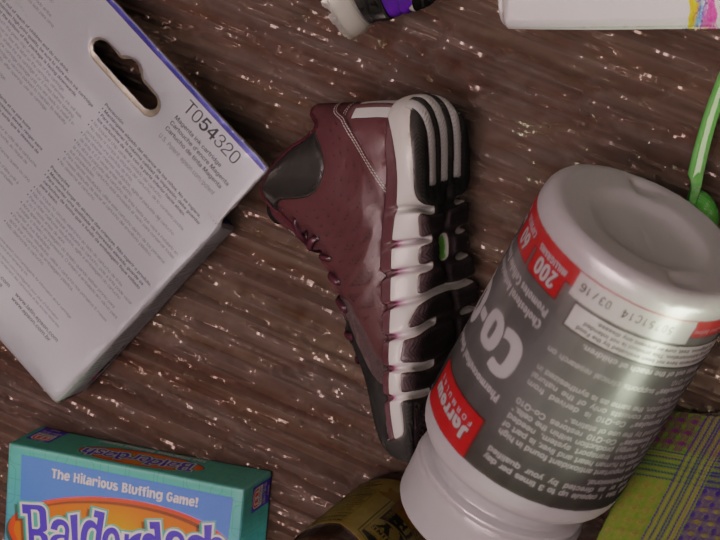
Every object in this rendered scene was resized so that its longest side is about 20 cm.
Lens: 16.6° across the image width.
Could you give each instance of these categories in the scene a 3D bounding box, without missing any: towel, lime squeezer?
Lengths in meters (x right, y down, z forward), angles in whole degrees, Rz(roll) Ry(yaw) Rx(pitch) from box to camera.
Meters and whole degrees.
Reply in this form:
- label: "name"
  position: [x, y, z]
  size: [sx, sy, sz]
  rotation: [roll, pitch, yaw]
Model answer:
- label: "towel"
  position: [0.215, 0.133, 1.228]
  size: [0.200, 0.144, 0.023]
  rotation: [4, 138, 36]
- label: "lime squeezer"
  position: [0.189, -0.014, 1.278]
  size: [0.071, 0.038, 0.200]
  rotation: [-13, 93, 26]

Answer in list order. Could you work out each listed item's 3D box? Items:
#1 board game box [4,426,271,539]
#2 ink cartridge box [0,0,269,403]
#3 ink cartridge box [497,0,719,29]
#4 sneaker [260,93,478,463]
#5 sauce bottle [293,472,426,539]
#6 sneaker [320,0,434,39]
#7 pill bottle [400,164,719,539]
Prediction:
- label: "board game box"
  position: [-0.135, 0.204, 1.442]
  size: [0.152, 0.045, 0.200]
  rotation: [9, 103, 19]
- label: "ink cartridge box"
  position: [-0.171, -0.062, 1.405]
  size: [0.196, 0.043, 0.200]
  rotation: [48, 111, 8]
- label: "ink cartridge box"
  position: [0.171, -0.195, 1.224]
  size: [0.200, 0.085, 0.145]
  rotation: [1, 101, 20]
- label: "sneaker"
  position: [0.000, 0.000, 1.346]
  size: [0.115, 0.076, 0.200]
  rotation: [7, 101, 33]
- label: "sauce bottle"
  position: [-0.010, 0.162, 1.302]
  size: [0.065, 0.200, 0.065]
  rotation: [5, 104, 19]
- label: "sneaker"
  position: [0.005, -0.232, 1.295]
  size: [0.099, 0.070, 0.200]
  rotation: [-17, 98, 16]
- label: "pill bottle"
  position: [0.102, 0.056, 1.258]
  size: [0.114, 0.114, 0.200]
  rotation: [34, 120, 12]
